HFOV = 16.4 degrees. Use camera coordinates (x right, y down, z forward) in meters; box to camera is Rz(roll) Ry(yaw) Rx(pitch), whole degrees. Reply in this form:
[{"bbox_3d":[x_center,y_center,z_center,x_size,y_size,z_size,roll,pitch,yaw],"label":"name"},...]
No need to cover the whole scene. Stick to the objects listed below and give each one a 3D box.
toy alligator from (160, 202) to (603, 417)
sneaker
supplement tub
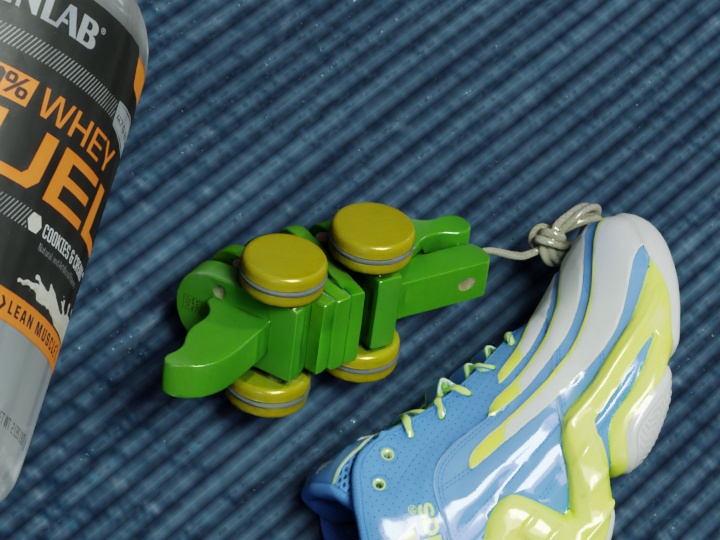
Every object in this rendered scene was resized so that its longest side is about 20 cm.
[{"bbox_3d":[0.000,0.000,0.896,0.199,0.060,0.054,-20,43,-35],"label":"toy alligator"},{"bbox_3d":[0.043,0.061,0.881,0.105,0.076,0.201,22,73,-17],"label":"sneaker"},{"bbox_3d":[-0.140,-0.034,0.791,0.122,0.122,0.201,22,69,-20],"label":"supplement tub"}]
